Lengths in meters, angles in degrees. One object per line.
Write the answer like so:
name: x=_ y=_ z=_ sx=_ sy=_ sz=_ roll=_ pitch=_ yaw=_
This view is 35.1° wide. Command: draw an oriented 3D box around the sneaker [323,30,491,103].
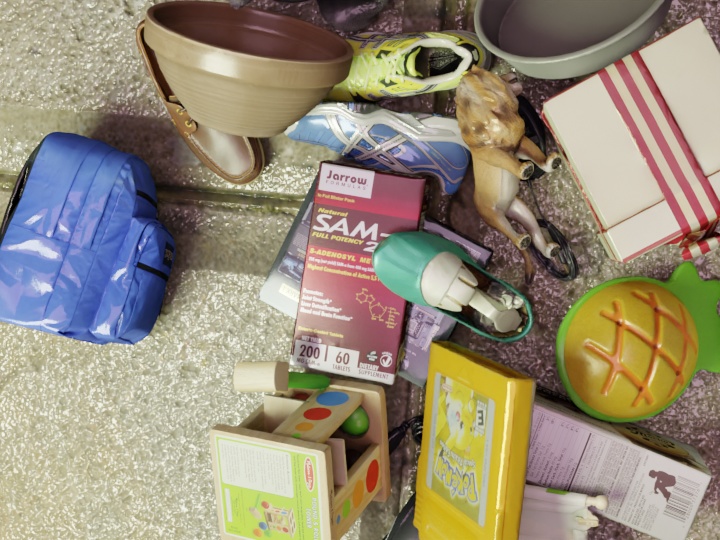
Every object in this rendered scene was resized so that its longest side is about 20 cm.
sneaker: x=0.030 y=-0.209 z=1.143 sx=0.198 sy=0.076 sz=0.076 roll=-10 pitch=94 yaw=12

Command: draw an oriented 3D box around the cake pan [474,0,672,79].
cake pan: x=0.206 y=-0.256 z=1.076 sx=0.199 sy=0.201 sz=0.037 roll=-26 pitch=134 yaw=10

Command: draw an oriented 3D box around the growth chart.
growth chart: x=0.164 y=0.277 z=1.122 sx=0.143 sy=0.018 sz=0.202 roll=11 pitch=130 yaw=17

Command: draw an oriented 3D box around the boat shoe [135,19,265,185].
boat shoe: x=-0.172 y=-0.174 z=1.180 sx=0.072 sy=0.068 sz=0.201 roll=-34 pitch=88 yaw=9

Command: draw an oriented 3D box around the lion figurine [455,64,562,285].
lion figurine: x=0.136 y=-0.092 z=1.109 sx=0.122 sy=0.072 sz=0.202 roll=40 pitch=142 yaw=40

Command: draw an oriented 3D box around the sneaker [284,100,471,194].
sneaker: x=0.016 y=-0.126 z=1.150 sx=0.198 sy=0.076 sz=0.078 roll=9 pitch=93 yaw=8

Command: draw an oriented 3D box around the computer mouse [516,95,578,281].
computer mouse: x=0.180 y=-0.085 z=1.151 sx=0.058 sy=0.034 sz=0.202 roll=-13 pitch=99 yaw=40

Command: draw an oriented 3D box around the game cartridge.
game cartridge: x=0.101 y=0.181 z=1.071 sx=0.032 sy=0.176 sz=0.202 roll=5 pitch=96 yaw=-21

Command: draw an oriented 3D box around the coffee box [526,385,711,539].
coffee box: x=0.229 y=0.184 z=1.120 sx=0.198 sy=0.113 sz=0.081 roll=22 pitch=97 yaw=8

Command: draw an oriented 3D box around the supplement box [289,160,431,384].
supplement box: x=0.000 y=0.000 z=1.116 sx=0.108 sy=0.061 sz=0.202 roll=9 pitch=97 yaw=7

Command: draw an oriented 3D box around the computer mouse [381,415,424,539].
computer mouse: x=0.050 y=0.253 z=1.185 sx=0.140 sy=0.046 sz=0.201 roll=39 pitch=98 yaw=4

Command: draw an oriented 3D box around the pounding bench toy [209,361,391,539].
pounding bench toy: x=-0.054 y=0.153 z=1.116 sx=0.123 sy=0.156 sz=0.202 roll=6 pitch=112 yaw=25

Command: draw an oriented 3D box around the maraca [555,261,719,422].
maraca: x=0.280 y=0.069 z=1.113 sx=0.198 sy=0.107 sz=0.138 roll=-20 pitch=94 yaw=-17

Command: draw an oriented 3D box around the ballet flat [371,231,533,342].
ballet flat: x=0.099 y=0.018 z=1.080 sx=0.070 sy=0.199 sz=0.068 roll=29 pitch=93 yaw=50

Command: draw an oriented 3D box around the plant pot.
plant pot: x=-0.111 y=-0.188 z=1.095 sx=0.199 sy=0.201 sz=0.094 roll=15 pitch=113 yaw=7

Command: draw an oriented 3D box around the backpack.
backpack: x=-0.274 y=-0.029 z=1.164 sx=0.166 sy=0.163 sz=0.202 roll=14 pitch=83 yaw=-2

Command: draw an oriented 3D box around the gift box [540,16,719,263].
gift box: x=0.291 y=-0.110 z=1.056 sx=0.199 sy=0.184 sz=0.188 roll=-27 pitch=87 yaw=14

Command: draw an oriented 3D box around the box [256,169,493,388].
box: x=0.015 y=0.004 z=1.172 sx=0.199 sy=0.051 sz=0.159 roll=27 pitch=97 yaw=5

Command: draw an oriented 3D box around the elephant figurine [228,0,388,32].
elephant figurine: x=-0.003 y=-0.307 z=1.116 sx=0.198 sy=0.142 sz=0.156 roll=22 pitch=114 yaw=-3
